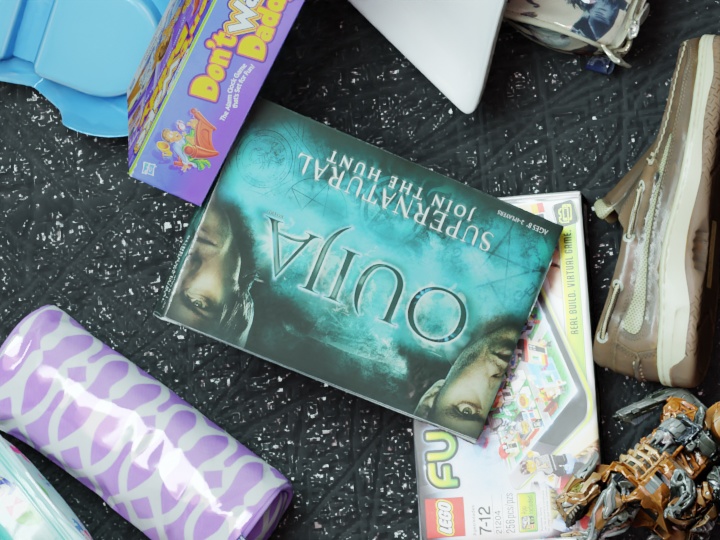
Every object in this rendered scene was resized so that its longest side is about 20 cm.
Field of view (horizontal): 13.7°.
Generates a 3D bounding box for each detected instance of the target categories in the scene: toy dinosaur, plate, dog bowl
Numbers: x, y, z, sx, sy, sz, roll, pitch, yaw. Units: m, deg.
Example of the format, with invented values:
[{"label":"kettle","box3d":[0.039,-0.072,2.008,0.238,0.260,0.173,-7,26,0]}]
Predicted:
[{"label":"toy dinosaur","box3d":[0.214,0.118,1.674,0.199,0.102,0.136,-28,71,9]},{"label":"plate","box3d":[0.028,-0.220,1.683,0.032,0.200,0.200,-29,61,-31]},{"label":"dog bowl","box3d":[-0.189,-0.154,1.757,0.199,0.050,0.112,20,108,-2]}]

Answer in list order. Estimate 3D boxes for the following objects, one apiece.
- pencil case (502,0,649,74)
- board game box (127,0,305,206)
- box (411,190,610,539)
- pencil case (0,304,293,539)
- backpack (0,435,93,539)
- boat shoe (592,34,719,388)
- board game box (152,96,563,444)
[{"label":"pencil case","box3d":[0.157,-0.216,1.715,0.089,0.078,0.201,26,90,18]},{"label":"board game box","box3d":[-0.067,-0.153,1.648,0.045,0.135,0.200,23,109,-14]},{"label":"box","box3d":[0.083,0.059,1.728,0.110,0.035,0.201,-5,85,9]},{"label":"pencil case","box3d":[-0.133,0.106,1.737,0.200,0.084,0.086,38,105,12]},{"label":"backpack","box3d":[-0.225,0.179,1.684,0.150,0.200,0.178,-39,80,-6]},{"label":"boat shoe","box3d":[0.168,-0.038,1.700,0.075,0.075,0.203,5,78,19]},{"label":"board game box","box3d":[0.000,0.000,1.672,0.199,0.028,0.136,22,90,-16]}]
